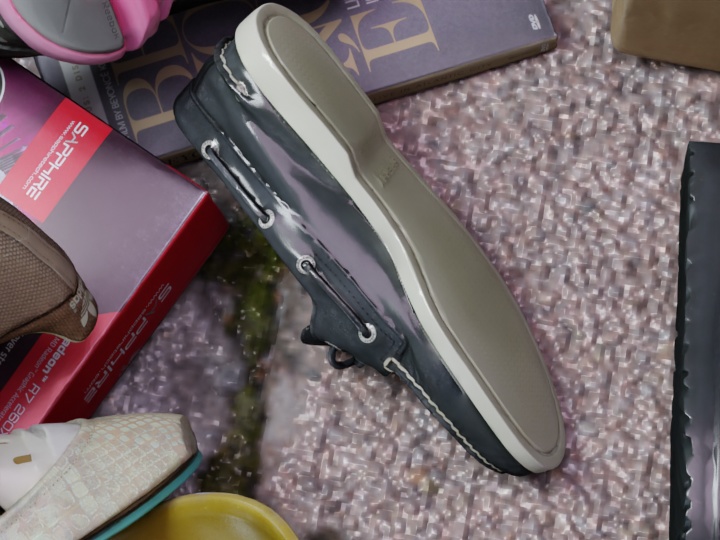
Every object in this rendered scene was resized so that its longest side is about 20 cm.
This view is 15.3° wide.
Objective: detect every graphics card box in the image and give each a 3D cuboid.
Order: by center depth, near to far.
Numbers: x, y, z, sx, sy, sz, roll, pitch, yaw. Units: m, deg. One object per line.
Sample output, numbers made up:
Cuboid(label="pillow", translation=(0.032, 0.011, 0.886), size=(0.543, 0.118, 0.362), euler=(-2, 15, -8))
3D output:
Cuboid(label="graphics card box", translation=(-0.166, -0.027, 1.003), size=(0.200, 0.051, 0.126), euler=(35, 82, 12))

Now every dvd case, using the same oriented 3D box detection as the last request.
Cuboid(label="dvd case", translation=(-0.039, -0.127, 1.067), size=(0.199, 0.016, 0.149), euler=(-17, 71, -7))

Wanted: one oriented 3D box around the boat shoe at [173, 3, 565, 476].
Cuboid(label="boat shoe", translation=(-0.001, 0.000, 0.992), size=(0.066, 0.075, 0.200), euler=(-34, 98, 25))

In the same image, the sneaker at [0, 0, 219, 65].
Cuboid(label="sneaker", translation=(-0.080, -0.123, 1.003), size=(0.200, 0.095, 0.079), euler=(-24, 96, -43))

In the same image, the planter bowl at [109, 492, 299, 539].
Cuboid(label="planter bowl", translation=(-0.066, 0.180, 0.894), size=(0.083, 0.200, 0.201), euler=(42, 69, -30))

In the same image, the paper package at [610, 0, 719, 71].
Cuboid(label="paper package", translation=(0.198, -0.142, 0.982), size=(0.199, 0.191, 0.104), euler=(9, 72, 3))

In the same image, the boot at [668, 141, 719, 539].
Cuboid(label="boot", translation=(0.197, 0.043, 0.974), size=(0.167, 0.077, 0.201), euler=(4, 63, 5))

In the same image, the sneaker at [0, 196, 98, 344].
Cuboid(label="sneaker", translation=(-0.174, 0.042, 0.929), size=(0.075, 0.200, 0.071), euler=(37, 41, -24))

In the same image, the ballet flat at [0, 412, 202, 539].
Cuboid(label="ballet flat", translation=(-0.142, 0.093, 0.912), size=(0.200, 0.067, 0.063), euler=(-37, 105, -22))
